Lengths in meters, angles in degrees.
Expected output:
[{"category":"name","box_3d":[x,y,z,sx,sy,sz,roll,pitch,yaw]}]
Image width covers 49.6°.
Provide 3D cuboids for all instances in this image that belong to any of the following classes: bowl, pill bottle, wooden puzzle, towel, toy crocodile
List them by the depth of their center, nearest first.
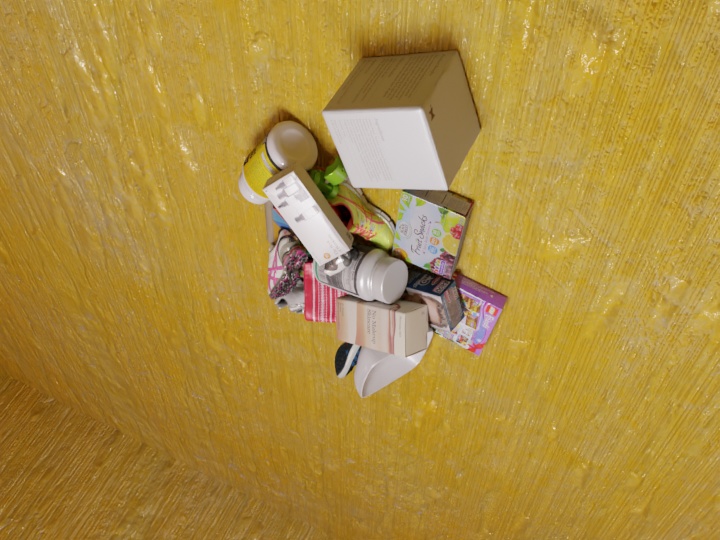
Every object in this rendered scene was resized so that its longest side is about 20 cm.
[{"category":"toy crocodile","box_3d":[-0.102,-0.167,1.605,0.067,0.063,0.199,22,144,-32]},{"category":"pill bottle","box_3d":[-0.180,-0.218,1.629,0.112,0.113,0.199,40,144,-13]},{"category":"pill bottle","box_3d":[0.000,0.000,1.706,0.197,0.113,0.114,19,145,37]},{"category":"wooden puzzle","box_3d":[-0.143,-0.092,1.821,0.197,0.038,0.187,23,145,14]},{"category":"towel","box_3d":[-0.042,0.052,1.824,0.195,0.022,0.148,2,95,19]},{"category":"bowl","box_3d":[0.066,0.199,1.848,0.075,0.198,0.201,50,153,22]}]

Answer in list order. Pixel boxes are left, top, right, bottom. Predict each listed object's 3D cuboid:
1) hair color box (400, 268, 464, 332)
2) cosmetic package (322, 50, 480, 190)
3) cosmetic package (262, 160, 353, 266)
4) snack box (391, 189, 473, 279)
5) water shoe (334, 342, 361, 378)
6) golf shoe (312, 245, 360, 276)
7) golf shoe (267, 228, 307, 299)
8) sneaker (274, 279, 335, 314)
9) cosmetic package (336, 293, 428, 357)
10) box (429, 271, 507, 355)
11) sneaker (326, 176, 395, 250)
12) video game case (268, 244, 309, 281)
[{"category":"hair color box","box_3d":[0.129,0.059,1.728,0.198,0.060,0.101,15,136,43]},{"category":"cosmetic package","box_3d":[0.073,-0.256,1.338,0.197,0.169,0.168,6,137,33]},{"category":"cosmetic package","box_3d":[-0.103,-0.110,1.551,0.081,0.051,0.201,-25,116,26]},{"category":"snack box","box_3d":[0.144,-0.084,1.595,0.140,0.053,0.202,24,145,14]},{"category":"water shoe","box_3d":[-0.003,0.196,1.894,0.077,0.072,0.202,7,135,-22]},{"category":"golf shoe","box_3d":[-0.084,-0.077,1.674,0.094,0.202,0.077,-42,144,15]},{"category":"golf shoe","box_3d":[-0.184,-0.013,1.855,0.093,0.072,0.201,55,140,25]},{"category":"sneaker","box_3d":[-0.128,0.070,1.912,0.197,0.088,0.075,3,144,39]},{"category":"cosmetic package","box_3d":[0.045,0.115,1.708,0.197,0.086,0.106,8,105,39]},{"category":"box","box_3d":[0.238,0.099,1.757,0.135,0.039,0.202,27,145,10]},{"category":"sneaker","box_3d":[-0.005,-0.103,1.654,0.200,0.091,0.078,44,142,-19]},{"category":"video game case","box_3d":[-0.132,0.012,1.932,0.197,0.018,0.144,23,155,10]}]
